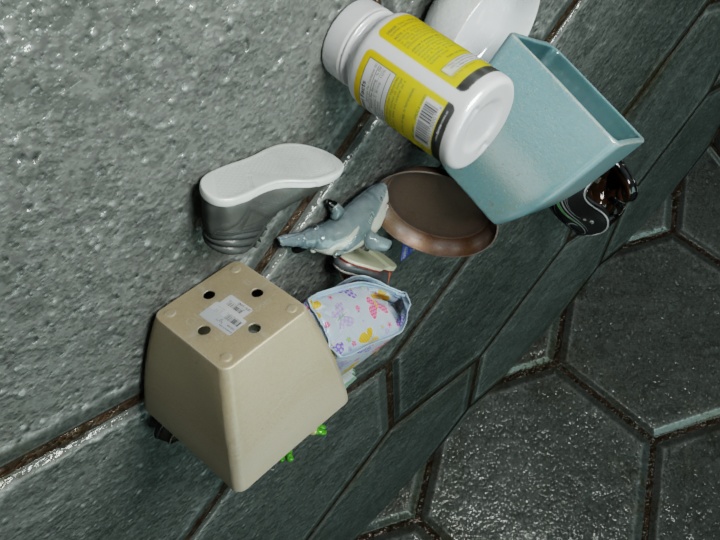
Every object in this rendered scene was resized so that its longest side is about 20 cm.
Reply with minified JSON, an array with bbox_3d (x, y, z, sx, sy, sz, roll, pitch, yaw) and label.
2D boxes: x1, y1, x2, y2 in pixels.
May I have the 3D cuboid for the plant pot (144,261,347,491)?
[{"bbox_3d":[-0.152,0.111,1.030,0.200,0.199,0.178,-36,143,-33],"label":"plant pot"}]

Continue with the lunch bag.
[{"bbox_3d":[-0.038,0.095,1.247,0.199,0.128,0.169,-14,162,-45],"label":"lunch bag"}]

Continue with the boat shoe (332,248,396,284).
[{"bbox_3d":[0.000,0.000,1.303,0.063,0.071,0.200,-52,163,11],"label":"boat shoe"}]

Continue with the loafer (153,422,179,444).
[{"bbox_3d":[-0.216,0.212,1.202,0.200,0.071,0.073,-16,140,-56],"label":"loafer"}]

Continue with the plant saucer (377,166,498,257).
[{"bbox_3d":[0.115,-0.093,1.239,0.201,0.199,0.035,91,18,-57],"label":"plant saucer"}]

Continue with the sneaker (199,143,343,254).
[{"bbox_3d":[-0.109,-0.083,0.958,0.199,0.071,0.099,-24,148,-39],"label":"sneaker"}]

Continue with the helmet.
[{"bbox_3d":[0.506,-0.193,1.824,0.199,0.191,0.200,-32,-166,9],"label":"helmet"}]

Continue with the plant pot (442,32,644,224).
[{"bbox_3d":[0.230,-0.172,1.107,0.200,0.196,0.196,-47,167,27],"label":"plant pot"}]

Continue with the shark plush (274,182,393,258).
[{"bbox_3d":[-0.043,-0.069,1.162,0.199,0.091,0.084,-12,120,-28],"label":"shark plush"}]

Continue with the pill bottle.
[{"bbox_3d":[0.059,-0.211,0.900,0.114,0.200,0.115,-41,156,-22],"label":"pill bottle"}]

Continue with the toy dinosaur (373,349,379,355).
[{"bbox_3d":[0.002,0.077,1.424,0.200,0.060,0.107,-96,-164,-68],"label":"toy dinosaur"}]

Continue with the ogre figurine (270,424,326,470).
[{"bbox_3d":[-0.101,0.224,1.308,0.199,0.098,0.120,-17,130,-45],"label":"ogre figurine"}]

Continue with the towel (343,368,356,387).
[{"bbox_3d":[-0.084,0.232,1.551,0.149,0.031,0.200,-51,158,-2],"label":"towel"}]

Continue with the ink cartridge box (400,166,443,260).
[{"bbox_3d":[0.127,-0.115,1.402,0.200,0.042,0.120,-42,155,-29],"label":"ink cartridge box"}]

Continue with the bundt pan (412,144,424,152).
[{"bbox_3d":[0.168,-0.247,1.227,0.202,0.076,0.202,-43,157,-23],"label":"bundt pan"}]

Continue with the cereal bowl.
[{"bbox_3d":[0.140,-0.314,1.054,0.200,0.083,0.200,-42,158,-22],"label":"cereal bowl"}]
